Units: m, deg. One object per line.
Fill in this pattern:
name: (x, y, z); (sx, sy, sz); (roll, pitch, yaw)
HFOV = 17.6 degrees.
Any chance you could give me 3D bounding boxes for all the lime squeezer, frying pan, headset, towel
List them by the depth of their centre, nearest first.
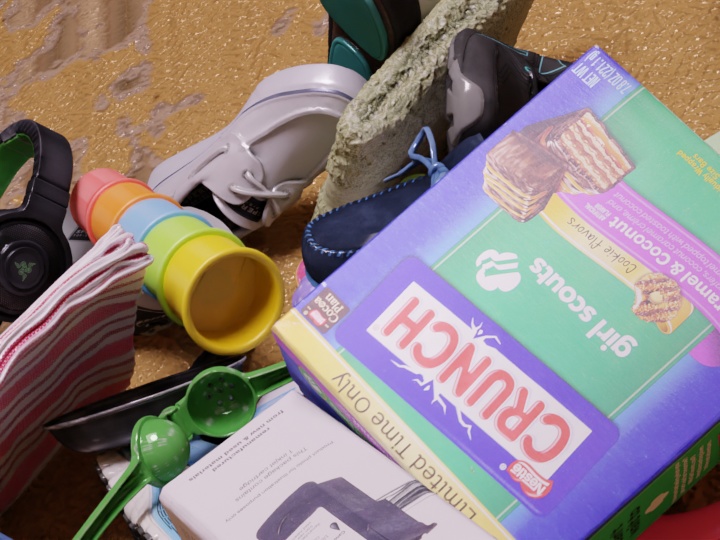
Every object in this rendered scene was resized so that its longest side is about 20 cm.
lime squeezer: (-0.078, 0.084, 1.153); (0.200, 0.038, 0.070); (-35, 36, -24)
towel: (-0.172, 0.071, 1.264); (0.030, 0.200, 0.146); (38, 64, 12)
frying pan: (-0.112, 0.069, 1.273); (0.114, 0.031, 0.190); (-19, 2, 1)
towel: (0.043, -0.105, 1.375); (0.036, 0.149, 0.200); (35, 60, 11)
headset: (-0.211, 0.010, 1.380); (0.123, 0.094, 0.201); (-21, 48, 52)

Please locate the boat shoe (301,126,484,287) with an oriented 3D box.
boat shoe: (0.061, -0.045, 1.204); (0.199, 0.069, 0.084); (-19, 41, -16)

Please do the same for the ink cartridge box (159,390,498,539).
ink cartridge box: (0.015, 0.160, 0.994); (0.084, 0.145, 0.200); (-36, 33, -15)

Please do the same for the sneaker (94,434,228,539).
sneaker: (-0.067, 0.125, 1.175); (0.090, 0.079, 0.200); (-31, 32, -10)

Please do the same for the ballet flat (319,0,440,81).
ballet flat: (0.011, -0.148, 1.373); (0.068, 0.200, 0.068); (43, 74, 12)

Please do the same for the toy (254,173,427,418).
toy: (0.000, 0.000, 1.268); (0.115, 0.047, 0.200); (-31, 11, 33)

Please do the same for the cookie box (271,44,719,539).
cookie box: (0.090, 0.029, 1.030); (0.200, 0.075, 0.171); (-41, 67, -9)

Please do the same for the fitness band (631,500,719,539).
fitness band: (0.165, 0.054, 1.065); (0.199, 0.037, 0.144); (-22, 62, 0)

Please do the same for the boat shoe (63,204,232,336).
boat shoe: (-0.135, 0.003, 1.410); (0.199, 0.064, 0.071); (10, 49, 45)

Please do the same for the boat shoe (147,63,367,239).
boat shoe: (-0.063, -0.055, 1.411); (0.200, 0.073, 0.066); (-35, 36, 44)

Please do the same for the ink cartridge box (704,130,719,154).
ink cartridge box: (0.138, 0.017, 1.135); (0.199, 0.048, 0.146); (-31, 63, -2)

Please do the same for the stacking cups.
stacking cups: (-0.108, -0.011, 1.307); (0.060, 0.061, 0.200); (-36, 28, -12)

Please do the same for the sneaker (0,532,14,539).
sneaker: (-0.174, 0.184, 1.189); (0.199, 0.070, 0.078); (10, 56, 50)

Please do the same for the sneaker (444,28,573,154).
sneaker: (0.097, -0.097, 1.304); (0.079, 0.076, 0.200); (3, 6, 16)
